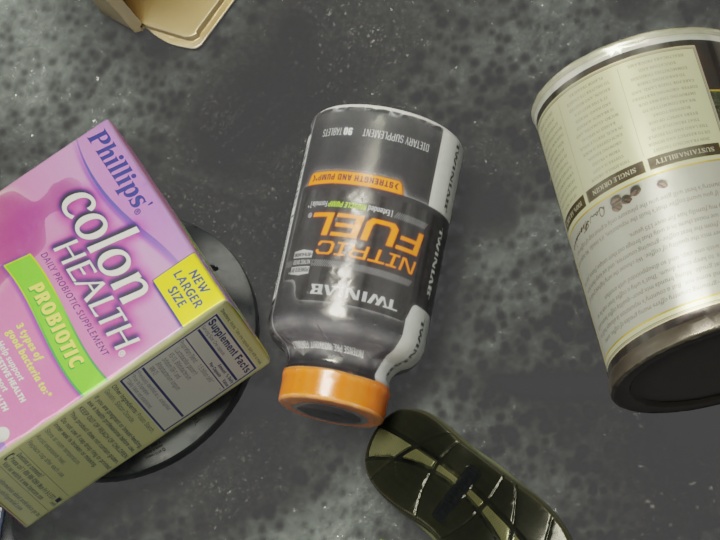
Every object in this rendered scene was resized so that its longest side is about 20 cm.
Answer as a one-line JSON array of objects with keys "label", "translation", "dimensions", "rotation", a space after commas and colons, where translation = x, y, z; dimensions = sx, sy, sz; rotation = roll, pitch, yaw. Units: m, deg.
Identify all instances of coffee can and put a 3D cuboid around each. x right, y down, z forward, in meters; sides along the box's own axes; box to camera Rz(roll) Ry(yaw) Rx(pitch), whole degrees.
[{"label": "coffee can", "translation": [0.201, -0.030, 1.358], "dimensions": [0.146, 0.146, 0.200], "rotation": [-18, 67, 10]}]

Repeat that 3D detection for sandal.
[{"label": "sandal", "translation": [0.080, 0.161, 1.383], "dimensions": [0.080, 0.057, 0.201], "rotation": [-45, 50, 4]}]

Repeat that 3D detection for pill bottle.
[{"label": "pill bottle", "translation": [0.000, 0.000, 1.431], "dimensions": [0.106, 0.106, 0.200], "rotation": [6, 74, 19]}]

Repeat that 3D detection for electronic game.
[{"label": "electronic game", "translation": [-0.166, 0.052, 1.497], "dimensions": [0.200, 0.042, 0.200], "rotation": [-7, 61, 13]}]

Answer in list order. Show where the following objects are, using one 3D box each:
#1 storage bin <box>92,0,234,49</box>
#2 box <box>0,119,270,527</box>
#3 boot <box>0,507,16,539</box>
[{"label": "storage bin", "translation": [-0.133, -0.283, 1.518], "dimensions": [0.094, 0.200, 0.199], "rotation": [32, 83, 25]}, {"label": "box", "translation": [-0.194, 0.034, 1.434], "dimensions": [0.200, 0.097, 0.176], "rotation": [-33, 58, -3]}, {"label": "boot", "translation": [-0.236, 0.227, 1.452], "dimensions": [0.090, 0.073, 0.200], "rotation": [10, 76, 4]}]
